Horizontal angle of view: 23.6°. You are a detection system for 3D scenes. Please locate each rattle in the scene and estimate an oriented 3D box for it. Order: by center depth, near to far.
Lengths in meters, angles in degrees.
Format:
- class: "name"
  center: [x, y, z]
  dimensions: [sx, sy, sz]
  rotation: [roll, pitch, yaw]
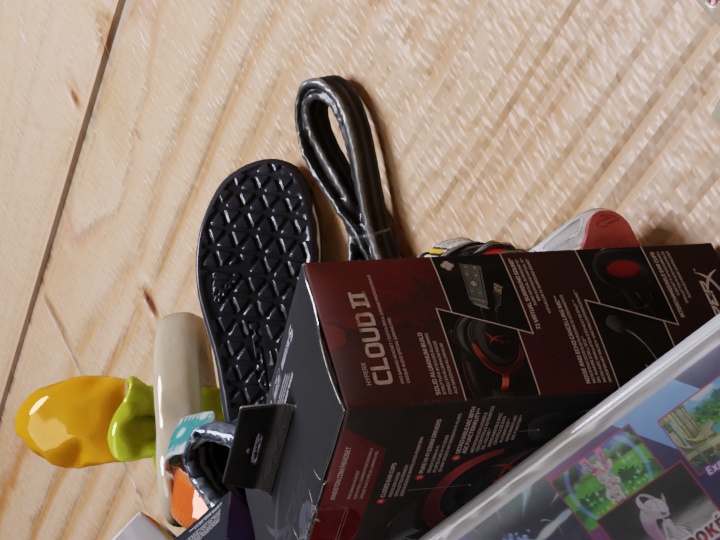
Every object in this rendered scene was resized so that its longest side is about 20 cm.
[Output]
- class: "rattle"
  center: [-0.141, 0.099, 0.996]
  dimensions: [0.200, 0.141, 0.131]
  rotation: [-89, 10, -68]

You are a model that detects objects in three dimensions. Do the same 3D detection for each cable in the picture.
- class: "cable"
  center: [0.000, 0.000, 0.905]
  dimensions: [0.097, 0.050, 0.202]
  rotation: [8, 114, 56]

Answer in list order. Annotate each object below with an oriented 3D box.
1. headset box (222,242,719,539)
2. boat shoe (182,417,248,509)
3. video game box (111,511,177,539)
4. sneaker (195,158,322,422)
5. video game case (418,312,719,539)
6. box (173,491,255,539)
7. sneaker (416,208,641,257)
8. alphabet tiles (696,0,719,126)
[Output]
- class: "headset box"
  center: [0.044, 0.068, 0.702]
  dimensions: [0.149, 0.198, 0.075]
  rotation: [106, 154, -46]
- class: "boat shoe"
  center: [0.002, 0.128, 0.851]
  dimensions: [0.199, 0.090, 0.071]
  rotation: [29, 118, 36]
- class: "video game box"
  center: [-0.068, 0.215, 0.971]
  dimensions: [0.182, 0.047, 0.200]
  rotation: [41, 170, 3]
- class: "sneaker"
  center: [-0.053, 0.038, 0.997]
  dimensions: [0.083, 0.071, 0.202]
  rotation: [28, -120, -84]
- class: "video game case"
  center: [0.141, 0.121, 0.617]
  dimensions: [0.200, 0.023, 0.183]
  rotation: [-40, 84, 27]
- class: "box"
  center: [-0.021, 0.213, 0.775]
  dimensions: [0.200, 0.079, 0.141]
  rotation: [49, -174, -9]
- class: "sneaker"
  center: [0.054, 0.016, 0.794]
  dimensions: [0.200, 0.077, 0.083]
  rotation: [-37, 61, 52]
- class: "alphabet tiles"
  center: [0.186, -0.088, 0.580]
  dimensions: [0.167, 0.006, 0.201]
  rotation: [55, 147, 28]
